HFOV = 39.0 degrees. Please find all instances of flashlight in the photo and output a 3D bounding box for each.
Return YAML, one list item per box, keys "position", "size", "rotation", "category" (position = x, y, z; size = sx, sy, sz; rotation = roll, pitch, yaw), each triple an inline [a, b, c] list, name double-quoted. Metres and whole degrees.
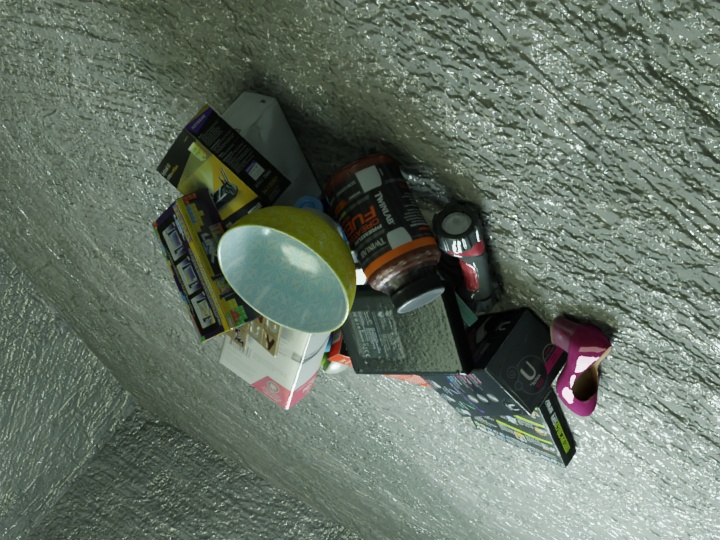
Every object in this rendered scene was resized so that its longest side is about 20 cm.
- position: [0.145, -0.010, 1.407]
  size: [0.068, 0.068, 0.200]
  rotation: [35, 159, 31]
  category: "flashlight"

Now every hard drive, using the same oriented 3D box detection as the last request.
- position: [0.059, 0.086, 1.477]
  size: [0.199, 0.033, 0.140]
  rotation: [-3, 111, 38]
  category: "hard drive"

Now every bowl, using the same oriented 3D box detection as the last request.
- position: [-0.082, -0.021, 1.374]
  size: [0.199, 0.108, 0.201]
  rotation: [20, 142, 16]
  category: "bowl"

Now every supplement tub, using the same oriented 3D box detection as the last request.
- position: [0.038, -0.047, 1.348]
  size: [0.201, 0.107, 0.107]
  rotation: [64, 162, 14]
  category: "supplement tub"

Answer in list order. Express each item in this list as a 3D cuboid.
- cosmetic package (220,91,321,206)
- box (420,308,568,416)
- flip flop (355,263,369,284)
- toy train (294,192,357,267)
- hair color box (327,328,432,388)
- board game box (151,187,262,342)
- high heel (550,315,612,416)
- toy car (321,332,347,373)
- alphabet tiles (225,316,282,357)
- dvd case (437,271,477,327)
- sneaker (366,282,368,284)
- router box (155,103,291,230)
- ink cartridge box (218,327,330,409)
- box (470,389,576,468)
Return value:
- position: [-0.142, -0.157, 1.513]
  size: [0.074, 0.102, 0.200]
  rotation: [20, 150, 37]
  category: "cosmetic package"
- position: [0.201, 0.144, 1.543]
  size: [0.106, 0.122, 0.200]
  rotation: [44, 157, -13]
  category: "box"
- position: [0.000, 0.000, 1.537]
  size: [0.081, 0.058, 0.200]
  rotation: [25, 128, -30]
  category: "flip flop"
- position: [-0.051, -0.051, 1.472]
  size: [0.115, 0.200, 0.087]
  rotation: [66, -164, 15]
  category: "toy train"
- position: [0.056, 0.119, 1.649]
  size: [0.199, 0.102, 0.061]
  rotation: [16, 161, -17]
  category: "hair color box"
- position: [-0.229, -0.004, 1.494]
  size: [0.165, 0.057, 0.201]
  rotation: [-22, 91, 63]
  category: "board game box"
- position: [0.326, 0.154, 1.440]
  size: [0.096, 0.067, 0.200]
  rotation: [30, 155, 46]
  category: "high heel"
- position: [-0.073, 0.069, 1.729]
  size: [0.174, 0.201, 0.150]
  rotation: [23, 154, -11]
  category: "toy car"
- position: [-0.185, 0.038, 1.540]
  size: [0.200, 0.008, 0.168]
  rotation: [37, 130, 32]
  category: "alphabet tiles"
- position: [0.102, 0.034, 1.531]
  size: [0.146, 0.022, 0.200]
  rotation: [49, 169, 3]
  category: "dvd case"
- position: [-0.009, -0.018, 1.646]
  size: [0.100, 0.075, 0.200]
  rotation: [44, 164, 36]
  category: "sneaker"
- position: [-0.199, -0.134, 1.445]
  size: [0.157, 0.052, 0.200]
  rotation: [43, 157, -8]
  category: "router box"
- position: [-0.127, 0.094, 1.589]
  size: [0.146, 0.083, 0.200]
  rotation: [34, 130, 17]
  category: "ink cartridge box"
- position: [0.258, 0.240, 1.746]
  size: [0.200, 0.048, 0.193]
  rotation: [19, 149, 41]
  category: "box"
